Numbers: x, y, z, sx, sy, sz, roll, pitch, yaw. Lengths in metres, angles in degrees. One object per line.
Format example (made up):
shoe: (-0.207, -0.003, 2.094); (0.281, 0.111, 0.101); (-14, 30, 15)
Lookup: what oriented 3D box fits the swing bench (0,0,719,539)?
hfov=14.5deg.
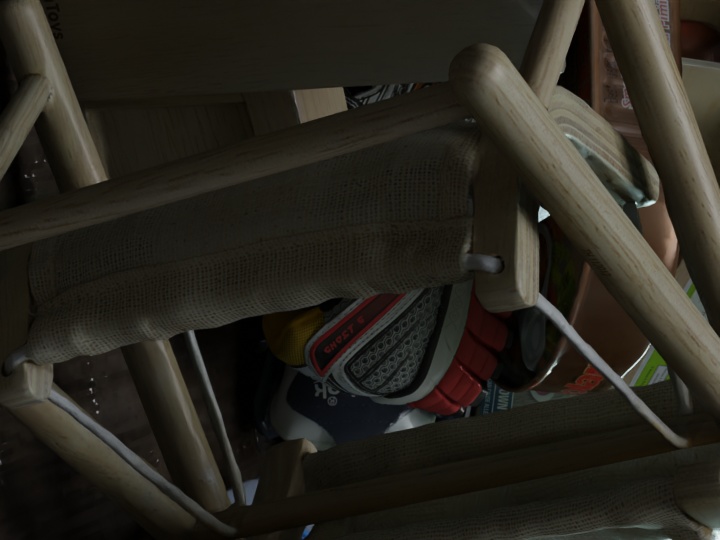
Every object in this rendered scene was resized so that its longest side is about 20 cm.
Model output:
swing bench: (0.004, 0.012, 0.780); (0.200, 0.199, 0.130); (60, 32, -28)

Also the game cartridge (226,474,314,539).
game cartridge: (-0.013, 0.129, 0.887); (0.040, 0.133, 0.200); (-65, 170, 24)

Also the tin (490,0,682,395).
tin: (0.071, -0.056, 0.945); (0.112, 0.042, 0.200); (130, -36, -67)

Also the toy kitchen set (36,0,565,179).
toy kitchen set: (-0.003, -0.135, 0.878); (0.180, 0.163, 0.200); (-59, 143, -56)

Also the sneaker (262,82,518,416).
sneaker: (0.016, -0.054, 0.923); (0.078, 0.082, 0.200); (-164, -98, -71)

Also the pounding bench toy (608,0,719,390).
pounding bench toy: (0.146, -0.043, 0.971); (0.200, 0.124, 0.156); (113, -23, -43)

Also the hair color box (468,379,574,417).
hair color box: (0.062, 0.112, 1.093); (0.200, 0.060, 0.100); (98, 0, -59)

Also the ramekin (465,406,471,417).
ramekin: (0.079, -0.017, 1.185); (0.200, 0.105, 0.200); (-1, 90, -70)

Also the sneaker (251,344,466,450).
sneaker: (0.000, 0.000, 0.998); (0.199, 0.079, 0.130); (82, 10, -47)
